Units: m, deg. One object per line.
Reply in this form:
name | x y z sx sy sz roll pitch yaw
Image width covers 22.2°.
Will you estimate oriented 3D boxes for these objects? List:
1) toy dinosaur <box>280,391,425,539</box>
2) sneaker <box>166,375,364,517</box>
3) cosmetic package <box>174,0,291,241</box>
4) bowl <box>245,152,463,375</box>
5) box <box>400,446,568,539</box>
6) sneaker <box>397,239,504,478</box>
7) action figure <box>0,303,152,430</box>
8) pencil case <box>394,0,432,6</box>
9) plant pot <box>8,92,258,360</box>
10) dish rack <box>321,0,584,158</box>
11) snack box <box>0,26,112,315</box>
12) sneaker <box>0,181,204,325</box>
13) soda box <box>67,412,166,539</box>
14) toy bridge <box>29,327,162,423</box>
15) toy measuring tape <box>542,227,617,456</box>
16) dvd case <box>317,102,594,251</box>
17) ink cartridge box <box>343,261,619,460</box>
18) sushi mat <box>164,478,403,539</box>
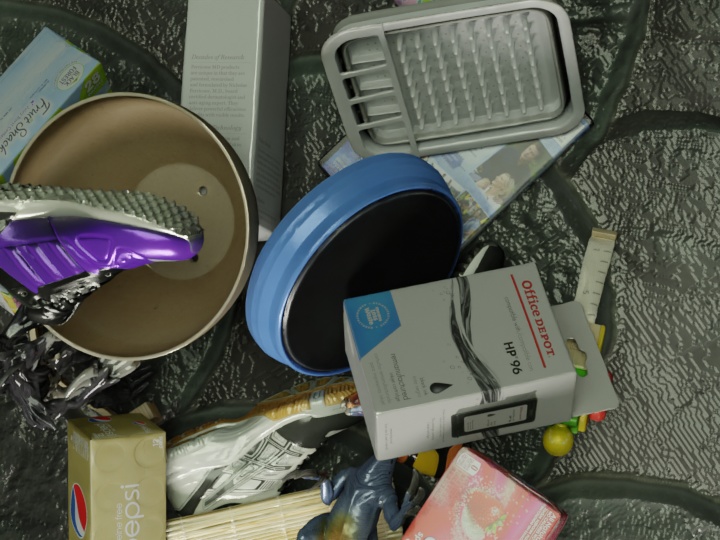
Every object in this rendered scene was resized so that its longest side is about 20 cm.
toy dinosaur | -0.015 0.188 1.482 0.104 0.200 0.182 28 70 1
sneaker | -0.072 0.155 1.546 0.199 0.076 0.088 -22 96 9
cosmetic package | -0.108 -0.131 1.560 0.073 0.102 0.202 0 82 11
bowl | 0.000 0.000 1.463 0.201 0.201 0.039 -47 56 2
box | 0.067 0.244 1.408 0.095 0.100 0.201 33 89 13
sneaker | 0.091 0.077 1.526 0.089 0.070 0.201 25 89 -3
action figure | -0.242 0.066 1.479 0.119 0.200 0.102 45 97 13
pencil case | 0.047 -0.273 1.547 0.087 0.087 0.201 -38 73 4
plant pot | -0.162 -0.037 1.443 0.198 0.134 0.202 1 94 14
dish rack | 0.077 -0.165 1.492 0.198 0.172 0.044 -8 54 9
snack box | -0.267 -0.074 1.506 0.067 0.200 0.169 32 71 20
sneaker | -0.209 -0.008 1.358 0.198 0.070 0.101 6 102 17
soda box | -0.201 0.223 1.515 0.067 0.064 0.202 -4 103 -26
toy bridge | -0.250 0.061 1.600 0.067 0.027 0.201 -33 79 6
toy measuring tape | 0.181 0.065 1.519 0.073 0.074 0.201 11 63 11
dvd case | 0.080 -0.108 1.567 0.200 0.018 0.143 -43 78 4
ink cartridge box | 0.095 0.065 1.430 0.198 0.068 0.117 -11 52 -8
sushi mat | -0.061 0.232 1.526 0.198 0.012 0.096 -13 109 1
